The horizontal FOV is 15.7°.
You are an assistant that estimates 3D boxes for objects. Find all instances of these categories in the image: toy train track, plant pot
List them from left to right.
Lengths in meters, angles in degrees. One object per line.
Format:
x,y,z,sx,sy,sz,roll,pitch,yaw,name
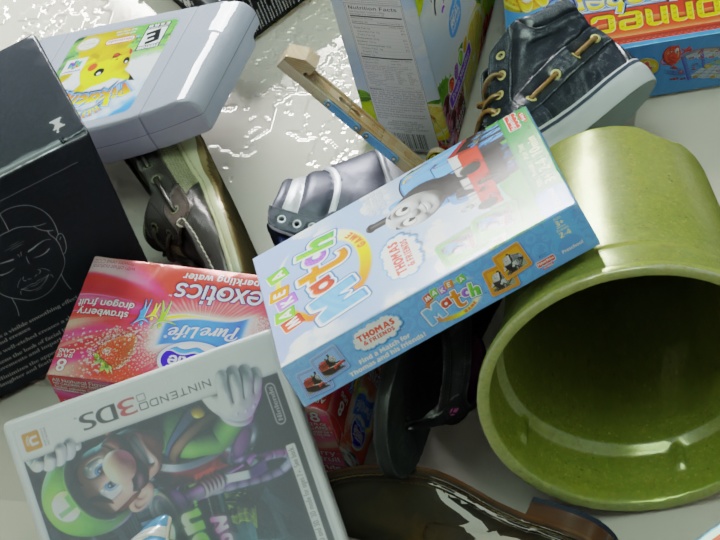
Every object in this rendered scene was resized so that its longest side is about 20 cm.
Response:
0.031,-0.088,1.739,0.033,0.200,0.115,-47,12,24,toy train track
0.165,0.015,1.626,0.200,0.201,0.185,-11,40,6,plant pot

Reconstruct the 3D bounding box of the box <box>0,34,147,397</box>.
-0.237,-0.031,1.744,0.148,0.200,0.107,-27,52,-7,box

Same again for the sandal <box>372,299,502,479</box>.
0.059,0.045,1.612,0.048,0.075,0.201,4,46,28,sandal

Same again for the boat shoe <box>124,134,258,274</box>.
-0.118,-0.034,1.802,0.066,0.072,0.201,-26,46,1,boat shoe

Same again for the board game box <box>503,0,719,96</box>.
0.199,-0.215,1.858,0.199,0.056,0.196,-9,52,8,board game box

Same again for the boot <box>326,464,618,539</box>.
0.049,0.181,1.588,0.199,0.075,0.097,9,54,19,boot

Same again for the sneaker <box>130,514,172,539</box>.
-0.053,0.212,1.553,0.200,0.072,0.073,28,78,-2,sneaker

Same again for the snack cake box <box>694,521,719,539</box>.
0.183,0.238,1.499,0.200,0.067,0.115,-33,67,-11,snack cake box

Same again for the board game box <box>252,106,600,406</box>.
0.035,-0.011,1.584,0.200,0.037,0.151,-30,27,5,board game box

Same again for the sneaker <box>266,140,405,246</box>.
0.000,0.000,1.739,0.108,0.070,0.200,-14,45,-2,sneaker

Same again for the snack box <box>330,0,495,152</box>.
0.038,-0.207,1.803,0.067,0.200,0.169,4,55,18,snack box

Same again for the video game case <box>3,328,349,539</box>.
-0.105,0.159,1.605,0.181,0.023,0.201,-19,87,5,video game case

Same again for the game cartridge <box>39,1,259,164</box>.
-0.178,-0.128,1.864,0.199,0.041,0.134,-8,43,30,game cartridge

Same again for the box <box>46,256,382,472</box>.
-0.089,0.065,1.698,0.199,0.096,0.100,7,56,19,box

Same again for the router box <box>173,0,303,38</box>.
-0.102,-0.272,1.984,0.149,0.051,0.200,-38,53,-12,router box

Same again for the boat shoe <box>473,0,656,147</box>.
0.099,-0.100,1.729,0.200,0.071,0.091,-37,73,-29,boat shoe
